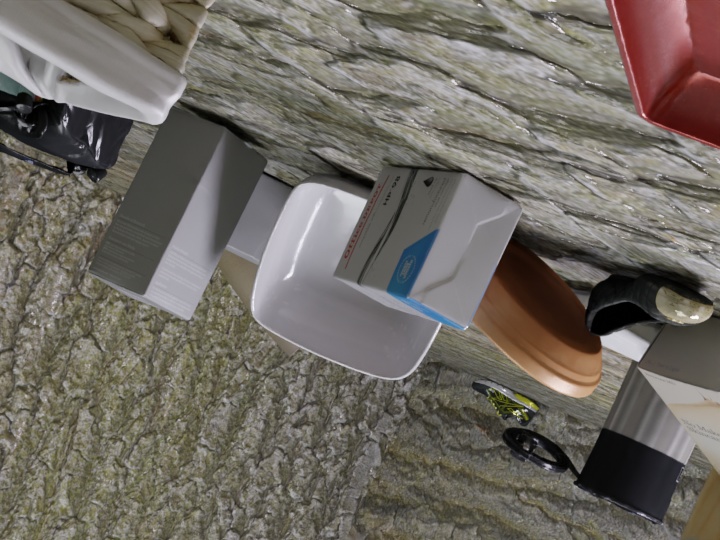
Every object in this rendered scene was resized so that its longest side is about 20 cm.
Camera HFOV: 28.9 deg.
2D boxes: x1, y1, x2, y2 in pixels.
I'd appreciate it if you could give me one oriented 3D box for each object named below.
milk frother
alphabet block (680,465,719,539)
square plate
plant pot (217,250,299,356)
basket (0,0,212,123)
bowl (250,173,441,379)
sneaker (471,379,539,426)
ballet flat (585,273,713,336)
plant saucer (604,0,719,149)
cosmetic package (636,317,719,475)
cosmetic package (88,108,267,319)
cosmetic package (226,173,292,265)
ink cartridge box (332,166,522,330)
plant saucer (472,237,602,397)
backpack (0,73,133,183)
[{"bbox_3d":[0.304,0.181,1.709,0.200,0.188,0.180,27,174,-12],"label":"milk frother"},{"bbox_3d":[0.478,0.241,1.408,0.195,0.200,0.196,28,175,-40],"label":"alphabet block"},{"bbox_3d":[0.279,0.063,1.514,0.200,0.028,0.198,27,176,-16],"label":"square plate"},{"bbox_3d":[-0.124,-0.005,2.109,0.200,0.187,0.187,40,174,-4],"label":"plant pot"},{"bbox_3d":[-0.162,-0.167,0.607,0.200,0.123,0.136,30,173,-35],"label":"basket"},{"bbox_3d":[0.000,0.000,1.470,0.200,0.200,0.075,24,-150,1],"label":"bowl"},{"bbox_3d":[0.394,0.368,3.894,0.200,0.085,0.074,24,174,18],"label":"sneaker"},{"bbox_3d":[0.248,0.036,1.200,0.066,0.057,0.200,25,175,-8],"label":"ballet flat"},{"bbox_3d":[0.191,-0.067,0.507,0.200,0.037,0.200,23,176,20],"label":"plant saucer"},{"bbox_3d":[0.353,0.130,1.293,0.104,0.073,0.200,16,155,53],"label":"cosmetic package"},{"bbox_3d":[-0.193,-0.060,1.494,0.090,0.200,0.107,20,171,27],"label":"cosmetic package"},{"bbox_3d":[-0.091,-0.046,1.766,0.200,0.107,0.090,28,174,-7],"label":"cosmetic package"},{"bbox_3d":[0.046,-0.025,1.225,0.067,0.116,0.200,27,174,-24],"label":"ink cartridge box"},{"bbox_3d":[0.154,0.029,1.287,0.200,0.037,0.200,37,-158,-18],"label":"plant saucer"},{"bbox_3d":[-0.322,-0.185,1.325,0.200,0.127,0.167,25,164,16],"label":"backpack"}]
